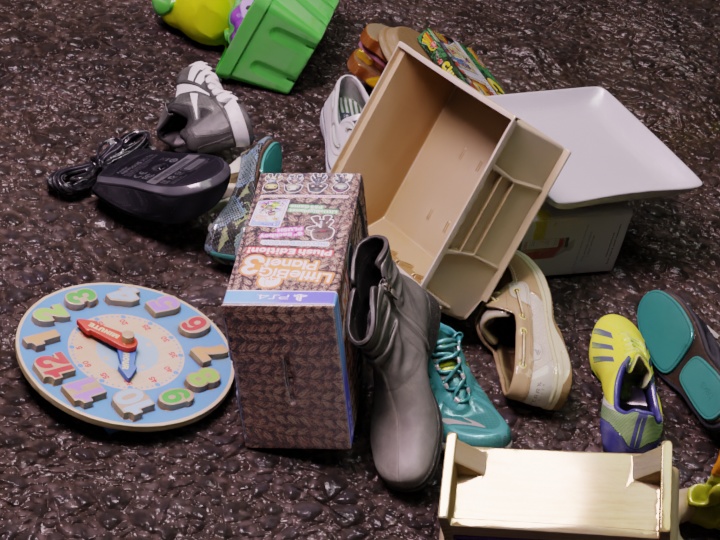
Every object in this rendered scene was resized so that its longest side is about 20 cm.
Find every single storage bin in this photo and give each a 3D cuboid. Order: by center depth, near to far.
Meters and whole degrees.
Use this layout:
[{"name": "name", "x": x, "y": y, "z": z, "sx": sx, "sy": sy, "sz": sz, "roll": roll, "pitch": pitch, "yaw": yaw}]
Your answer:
[{"name": "storage bin", "x": 0.074, "y": -0.087, "z": 1.588, "sx": 0.093, "sy": 0.199, "sz": 0.200, "roll": 20, "pitch": 13, "yaw": -41}]

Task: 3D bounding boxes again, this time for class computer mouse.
[{"name": "computer mouse", "x": -0.207, "y": -0.086, "z": 1.638, "sx": 0.199, "sy": 0.053, "sz": 0.138, "roll": 13, "pitch": 34, "yaw": 39}]

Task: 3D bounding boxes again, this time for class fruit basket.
[{"name": "fruit basket", "x": -0.138, "y": -0.320, "z": 1.916, "sx": 0.214, "sy": 0.156, "sz": 0.216, "roll": 22, "pitch": 38, "yaw": -18}]

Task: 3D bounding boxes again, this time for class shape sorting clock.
[{"name": "shape sorting clock", "x": -0.210, "y": 0.072, "z": 1.458, "sx": 0.198, "sy": 0.039, "sz": 0.201, "roll": 9, "pitch": 38, "yaw": -7}]

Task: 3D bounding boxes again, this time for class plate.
[{"name": "plate", "x": 0.231, "y": -0.127, "z": 1.726, "sx": 0.198, "sy": 0.032, "sz": 0.200, "roll": -9, "pitch": 42, "yaw": -29}]

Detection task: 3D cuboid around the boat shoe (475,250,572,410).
[{"name": "boat shoe", "x": 0.148, "y": 0.050, "z": 1.573, "sx": 0.066, "sy": 0.074, "sz": 0.201, "roll": 6, "pitch": 37, "yaw": -19}]

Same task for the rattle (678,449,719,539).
[{"name": "rattle", "x": 0.303, "y": 0.222, "z": 1.353, "sx": 0.130, "sy": 0.143, "sz": 0.200, "roll": 48, "pitch": 40, "yaw": 13}]

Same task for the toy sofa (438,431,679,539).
[{"name": "toy sofa", "x": 0.166, "y": 0.196, "z": 1.358, "sx": 0.198, "sy": 0.098, "sz": 0.083, "roll": 2, "pitch": 58, "yaw": 11}]

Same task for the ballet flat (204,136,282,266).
[{"name": "ballet flat", "x": -0.123, "y": -0.075, "z": 1.658, "sx": 0.074, "sy": 0.075, "sz": 0.201, "roll": 12, "pitch": 34, "yaw": -3}]

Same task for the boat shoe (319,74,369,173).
[{"name": "boat shoe", "x": -0.006, "y": -0.142, "z": 1.777, "sx": 0.073, "sy": 0.067, "sz": 0.201, "roll": -3, "pitch": 40, "yaw": -20}]

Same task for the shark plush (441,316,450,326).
[{"name": "shark plush", "x": 0.000, "y": 0.000, "z": 1.601, "sx": 0.198, "sy": 0.092, "sz": 0.083, "roll": 15, "pitch": 6, "yaw": 9}]

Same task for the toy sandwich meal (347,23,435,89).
[{"name": "toy sandwich meal", "x": 0.071, "y": -0.205, "z": 1.872, "sx": 0.205, "sy": 0.070, "sz": 0.206, "roll": 38, "pitch": 23, "yaw": -19}]

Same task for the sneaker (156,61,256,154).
[{"name": "sneaker", "x": -0.184, "y": -0.172, "z": 1.745, "sx": 0.090, "sy": 0.067, "sz": 0.200, "roll": -21, "pitch": 29, "yaw": -13}]

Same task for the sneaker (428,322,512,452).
[{"name": "sneaker", "x": 0.070, "y": 0.095, "z": 1.485, "sx": 0.077, "sy": 0.080, "sz": 0.200, "roll": -13, "pitch": 45, "yaw": -31}]

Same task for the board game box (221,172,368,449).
[{"name": "board game box", "x": -0.050, "y": 0.033, "z": 1.443, "sx": 0.096, "sy": 0.160, "sz": 0.201, "roll": 0, "pitch": 37, "yaw": 8}]

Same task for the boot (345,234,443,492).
[{"name": "boot", "x": 0.019, "y": 0.081, "z": 1.400, "sx": 0.067, "sy": 0.131, "sz": 0.202, "roll": -9, "pitch": 64, "yaw": 22}]

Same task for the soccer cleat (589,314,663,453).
[{"name": "soccer cleat", "x": 0.257, "y": 0.099, "z": 1.536, "sx": 0.064, "sy": 0.084, "sz": 0.201, "roll": 11, "pitch": 37, "yaw": -3}]

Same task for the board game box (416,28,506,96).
[{"name": "board game box", "x": 0.148, "y": -0.193, "z": 1.861, "sx": 0.105, "sy": 0.023, "sz": 0.201, "roll": 16, "pitch": 35, "yaw": -56}]

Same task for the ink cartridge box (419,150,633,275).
[{"name": "ink cartridge box", "x": 0.163, "y": -0.066, "z": 1.720, "sx": 0.198, "sy": 0.084, "sz": 0.146, "roll": -4, "pitch": 40, "yaw": -24}]

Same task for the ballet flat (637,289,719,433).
[{"name": "ballet flat", "x": 0.334, "y": 0.095, "z": 1.590, "sx": 0.072, "sy": 0.074, "sz": 0.200, "roll": 0, "pitch": 33, "yaw": -17}]
